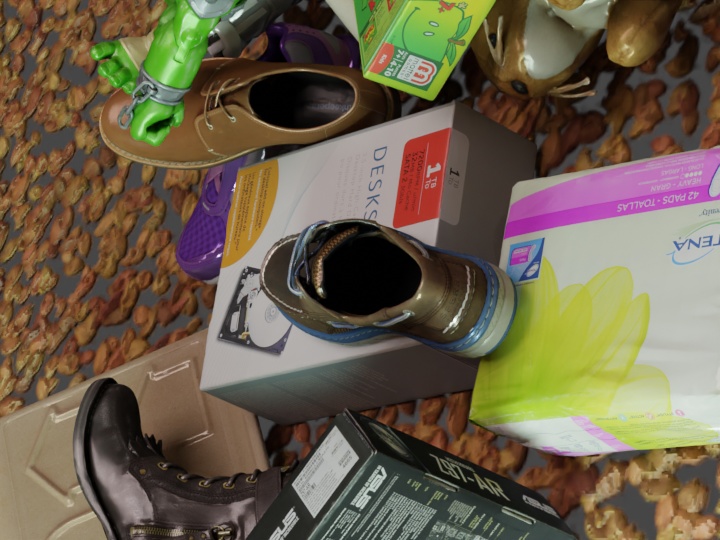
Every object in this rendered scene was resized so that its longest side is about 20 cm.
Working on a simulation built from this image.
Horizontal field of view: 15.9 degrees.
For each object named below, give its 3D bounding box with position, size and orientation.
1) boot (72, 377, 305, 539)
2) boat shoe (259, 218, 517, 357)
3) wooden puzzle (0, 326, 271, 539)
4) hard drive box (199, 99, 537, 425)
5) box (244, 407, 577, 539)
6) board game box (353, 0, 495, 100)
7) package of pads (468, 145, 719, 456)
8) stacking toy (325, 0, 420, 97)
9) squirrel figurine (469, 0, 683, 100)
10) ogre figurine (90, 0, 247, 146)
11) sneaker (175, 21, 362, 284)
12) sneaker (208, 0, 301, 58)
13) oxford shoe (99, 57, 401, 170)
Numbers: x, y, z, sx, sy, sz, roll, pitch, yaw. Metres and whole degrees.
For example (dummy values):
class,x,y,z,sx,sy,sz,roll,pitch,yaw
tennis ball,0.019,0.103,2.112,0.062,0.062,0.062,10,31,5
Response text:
class,x,y,z,sx,sy,sz,roll,pitch,yaw
boot,-0.077,0.137,1.555,0.174,0.069,0.200,-18,62,10
boat shoe,0.000,0.000,1.448,0.200,0.072,0.072,5,74,51
wooden puzzle,-0.145,0.145,1.653,0.200,0.046,0.185,-26,50,12
hard drive box,0.004,-0.001,1.567,0.200,0.077,0.156,-15,59,45
box,-0.001,0.186,1.393,0.200,0.160,0.044,-54,39,13
board game box,0.061,-0.205,1.451,0.200,0.048,0.102,-58,25,34
package of pads,0.154,0.020,1.383,0.200,0.068,0.155,-11,61,47
stacking toy,0.063,-0.219,1.607,0.200,0.146,0.146,-39,41,7
squirrel figurine,0.137,-0.192,1.500,0.187,0.141,0.200,-46,30,38
ogre figurine,-0.099,-0.184,1.588,0.120,0.098,0.200,-53,1,45
sneaker,-0.071,-0.084,1.697,0.200,0.088,0.080,-55,39,13
sneaker,-0.052,-0.209,1.744,0.115,0.075,0.200,-33,18,15
oxford shoe,-0.080,-0.105,1.618,0.200,0.071,0.071,-5,82,20
